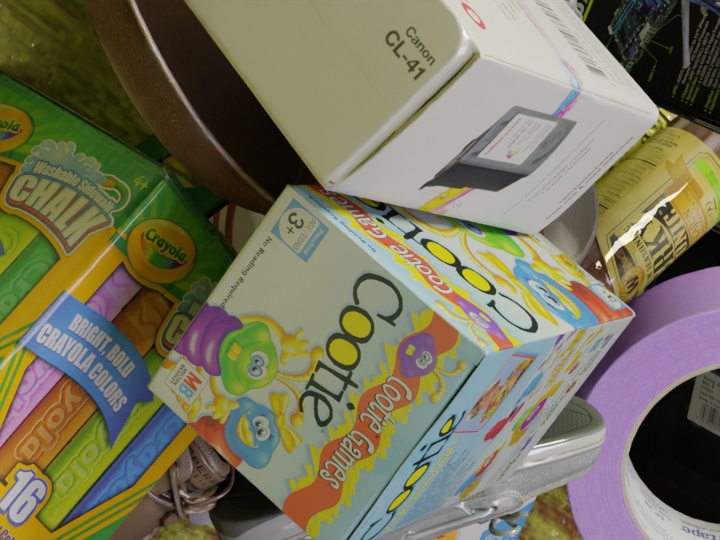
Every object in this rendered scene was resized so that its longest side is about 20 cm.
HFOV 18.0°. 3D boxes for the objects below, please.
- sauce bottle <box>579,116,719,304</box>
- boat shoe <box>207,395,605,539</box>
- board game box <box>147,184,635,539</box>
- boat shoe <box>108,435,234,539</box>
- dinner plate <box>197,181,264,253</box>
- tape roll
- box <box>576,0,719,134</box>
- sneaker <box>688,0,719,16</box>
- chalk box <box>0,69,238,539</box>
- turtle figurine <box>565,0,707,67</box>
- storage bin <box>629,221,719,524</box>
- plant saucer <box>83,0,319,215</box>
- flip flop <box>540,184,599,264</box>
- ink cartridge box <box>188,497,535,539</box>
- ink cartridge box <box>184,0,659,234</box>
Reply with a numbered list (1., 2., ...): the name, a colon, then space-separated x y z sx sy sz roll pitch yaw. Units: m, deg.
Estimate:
1. sauce bottle: 0.137 -0.010 1.284 0.200 0.065 0.065 -41 137 -22
2. boat shoe: 0.026 0.110 1.125 0.201 0.074 0.065 -17 119 -12
3. board game box: 0.019 0.032 0.941 0.105 0.103 0.200 -54 164 16
4. boat shoe: -0.094 0.084 1.088 0.200 0.064 0.071 -56 141 -7
5. dinner plate: 0.000 0.000 1.095 0.200 0.024 0.201 16 63 -35
6. tape roll: 0.216 0.100 1.286 0.066 0.199 0.201 -80 180 -67
7. box: 0.205 -0.168 1.160 0.047 0.193 0.201 13 102 -47
8. sneaker: 0.193 -0.135 1.029 0.199 0.078 0.076 16 87 -22
9. chalk box: -0.127 0.009 0.963 0.200 0.125 0.124 -50 140 -14
10. turtle figurine: 0.109 -0.173 1.111 0.100 0.150 0.201 3 102 -27
11. storage bin: 0.245 0.069 1.390 0.094 0.135 0.201 -12 121 -43
12. plant saucer: -0.061 -0.105 0.949 0.034 0.201 0.200 -23 147 23
13. flip flop: 0.054 -0.013 1.179 0.200 0.058 0.081 -12 89 -38
14. ink cartridge box: 0.013 0.106 1.215 0.200 0.068 0.115 13 102 -49
15. ink cartridge box: 0.020 -0.100 0.925 0.086 0.148 0.200 -44 158 18
